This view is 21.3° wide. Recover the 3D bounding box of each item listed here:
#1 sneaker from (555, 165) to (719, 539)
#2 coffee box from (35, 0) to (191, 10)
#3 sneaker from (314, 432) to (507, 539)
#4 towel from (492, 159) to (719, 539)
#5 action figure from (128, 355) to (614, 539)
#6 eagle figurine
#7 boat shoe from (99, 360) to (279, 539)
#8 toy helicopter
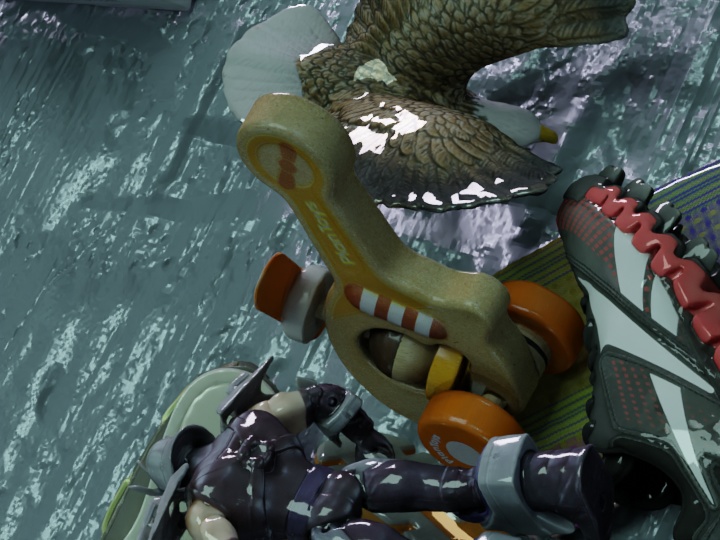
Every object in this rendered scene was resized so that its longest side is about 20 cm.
[{"bbox_3d":[0.121,0.039,0.776,0.098,0.071,0.201,-41,48,9],"label":"sneaker"},{"bbox_3d":[-0.218,-0.281,1.149,0.199,0.197,0.201,9,87,41],"label":"coffee box"},{"bbox_3d":[0.044,0.153,0.811,0.200,0.078,0.077,44,126,40],"label":"sneaker"},{"bbox_3d":[0.135,0.028,0.838,0.200,0.023,0.144,-29,49,22],"label":"towel"},{"bbox_3d":[-0.005,0.098,0.760,0.199,0.069,0.130,10,55,23],"label":"action figure"},{"bbox_3d":[0.033,-0.084,0.900,0.151,0.200,0.152,-20,83,-18],"label":"eagle figurine"},{"bbox_3d":[-0.094,0.137,0.931,0.202,0.072,0.060,-64,4,7],"label":"boat shoe"},{"bbox_3d":[0.000,0.000,0.808,0.132,0.200,0.079,7,53,39],"label":"toy helicopter"}]
